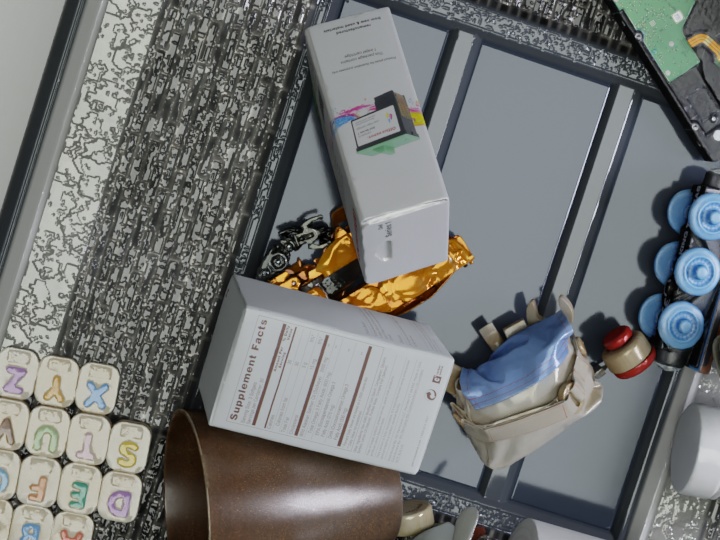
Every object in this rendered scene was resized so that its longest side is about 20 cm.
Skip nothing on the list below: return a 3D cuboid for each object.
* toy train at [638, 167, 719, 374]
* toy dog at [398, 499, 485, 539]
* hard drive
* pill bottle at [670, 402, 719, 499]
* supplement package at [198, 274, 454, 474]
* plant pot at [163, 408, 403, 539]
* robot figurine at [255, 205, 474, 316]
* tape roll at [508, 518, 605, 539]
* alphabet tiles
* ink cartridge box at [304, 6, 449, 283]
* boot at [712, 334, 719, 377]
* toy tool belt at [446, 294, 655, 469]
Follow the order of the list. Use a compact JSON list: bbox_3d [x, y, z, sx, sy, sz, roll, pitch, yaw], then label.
[{"bbox_3d":[0.345,0.006,1.692,0.114,0.087,0.201,14,94,-11],"label":"toy train"},{"bbox_3d":[0.095,0.278,1.656,0.096,0.200,0.132,-17,122,-13],"label":"toy dog"},{"bbox_3d":[0.340,-0.224,1.693,0.139,0.038,0.200,-35,97,-1],"label":"hard drive"},{"bbox_3d":[0.408,0.190,1.696,0.199,0.114,0.115,12,94,-5],"label":"pill bottle"},{"bbox_3d":[-0.034,0.094,1.599,0.199,0.117,0.118,15,102,-13],"label":"supplement package"},{"bbox_3d":[-0.068,0.218,1.644,0.199,0.187,0.188,-2,95,-19],"label":"plant pot"},{"bbox_3d":[0.000,0.000,1.677,0.199,0.058,0.145,-31,96,-2],"label":"robot figurine"},{"bbox_3d":[0.196,0.348,1.652,0.138,0.203,0.204,16,94,-6],"label":"tape roll"},{"bbox_3d":[-0.306,0.179,1.692,0.199,0.015,0.197,11,94,-6],"label":"alphabet tiles"},{"bbox_3d":[0.016,-0.110,1.587,0.084,0.145,0.201,-15,68,-3],"label":"ink cartridge box"},{"bbox_3d":[0.437,0.098,1.663,0.200,0.073,0.182,-32,86,-44],"label":"boot"},{"bbox_3d":[0.169,0.087,1.666,0.200,0.125,0.123,-34,103,2],"label":"toy tool belt"}]
